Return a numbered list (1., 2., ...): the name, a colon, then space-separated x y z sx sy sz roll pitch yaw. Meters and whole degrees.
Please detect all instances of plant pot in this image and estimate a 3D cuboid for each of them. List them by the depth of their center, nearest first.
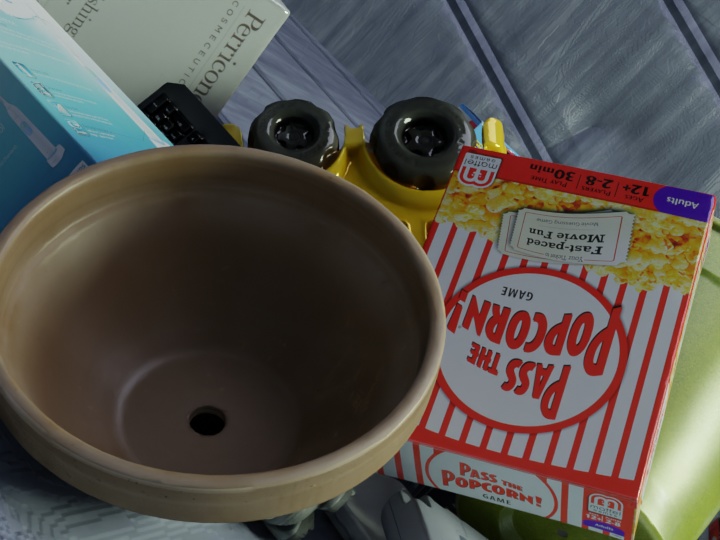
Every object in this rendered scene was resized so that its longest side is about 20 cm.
1. plant pot: -0.066 0.043 0.622 0.199 0.093 0.202 4 44 -4
2. plant pot: 0.149 0.092 0.842 0.200 0.200 0.193 42 50 -8

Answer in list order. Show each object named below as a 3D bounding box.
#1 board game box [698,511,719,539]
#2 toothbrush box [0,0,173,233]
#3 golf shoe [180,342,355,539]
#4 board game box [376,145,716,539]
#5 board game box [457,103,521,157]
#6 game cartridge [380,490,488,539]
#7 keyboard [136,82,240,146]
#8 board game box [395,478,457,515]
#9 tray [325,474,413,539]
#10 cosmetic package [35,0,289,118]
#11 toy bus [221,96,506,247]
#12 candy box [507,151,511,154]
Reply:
1. board game box: 0.246 0.203 0.981 0.040 0.200 0.153 42 11 -4
2. toothbrush box: -0.188 -0.079 0.776 0.200 0.085 0.146 47 12 13
3. golf shoe: -0.072 0.048 0.735 0.094 0.078 0.200 33 14 -43
4. board game box: 0.099 0.032 0.759 0.150 0.201 0.046 12 -34 16
5. board game box: 0.102 -0.018 1.311 0.195 0.200 0.056 38 10 -28
6. game cartridge: 0.096 0.207 0.736 0.200 0.041 0.133 39 8 -21
7. keyboard: -0.093 -0.021 0.849 0.200 0.104 0.040 48 -2 16
8. board game box: 0.091 0.162 0.963 0.200 0.057 0.165 47 13 20
9. tray: 0.043 0.187 0.774 0.200 0.022 0.107 51 12 34
10. cosmetic package: -0.187 -0.190 0.961 0.199 0.165 0.165 29 16 -31
11. toy bus: 0.000 0.000 0.913 0.136 0.198 0.193 96 -7 -58
12. candy box: 0.118 0.028 1.189 0.169 0.200 0.077 36 11 -38
